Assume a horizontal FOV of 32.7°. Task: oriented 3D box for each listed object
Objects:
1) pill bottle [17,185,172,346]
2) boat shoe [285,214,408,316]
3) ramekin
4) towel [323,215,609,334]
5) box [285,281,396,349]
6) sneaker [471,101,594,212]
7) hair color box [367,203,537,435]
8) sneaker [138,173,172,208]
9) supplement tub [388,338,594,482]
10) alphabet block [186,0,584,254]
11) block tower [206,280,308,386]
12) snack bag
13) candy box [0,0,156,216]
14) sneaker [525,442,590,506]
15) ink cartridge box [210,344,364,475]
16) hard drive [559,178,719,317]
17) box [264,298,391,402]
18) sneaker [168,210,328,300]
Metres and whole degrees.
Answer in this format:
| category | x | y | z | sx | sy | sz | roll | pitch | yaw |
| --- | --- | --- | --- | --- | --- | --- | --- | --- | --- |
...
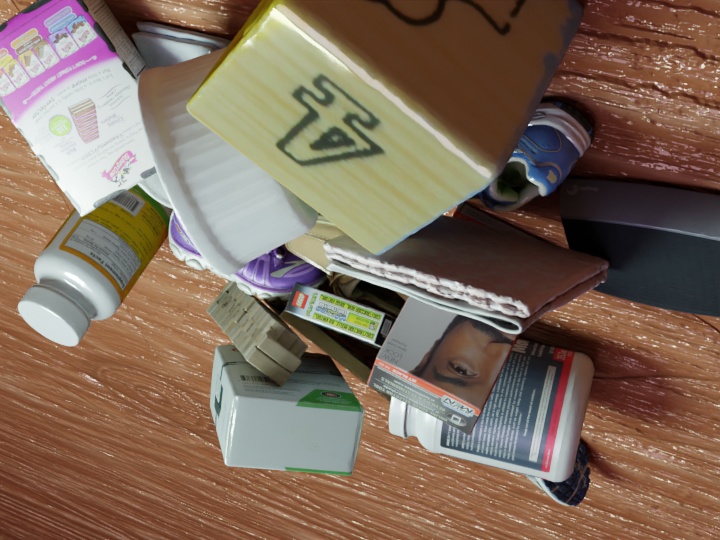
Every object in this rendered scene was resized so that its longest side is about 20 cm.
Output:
| category | x | y | z | sx | sy | sz | roll | pitch | yaw |
| --- | --- | --- | --- | --- | --- | --- | --- | --- | --- |
| pill bottle | -0.317 | -0.013 | 1.460 | 0.111 | 0.201 | 0.111 | 22 | 149 | 14 |
| boat shoe | 0.000 | 0.000 | 1.334 | 0.199 | 0.067 | 0.074 | 21 | 149 | 15 |
| ramekin | -0.114 | -0.105 | 1.116 | 0.097 | 0.201 | 0.201 | -21 | 133 | 8 |
| towel | 0.094 | -0.005 | 1.075 | 0.199 | 0.191 | 0.032 | 18 | 111 | 26 |
| box | 0.004 | 0.062 | 1.370 | 0.110 | 0.035 | 0.200 | 19 | 175 | 21 |
| sneaker | 0.111 | -0.094 | 1.085 | 0.076 | 0.077 | 0.200 | 42 | 151 | -23 |
| hair color box | 0.100 | 0.043 | 1.176 | 0.110 | 0.201 | 0.064 | 25 | 150 | 7 |
| sneaker | -0.228 | -0.128 | 1.334 | 0.199 | 0.099 | 0.071 | 23 | 107 | -8 |
| supplement tub | 0.142 | 0.139 | 1.319 | 0.199 | 0.141 | 0.141 | 12 | 147 | 12 |
| alphabet block | 0.018 | -0.163 | 0.948 | 0.200 | 0.196 | 0.196 | 38 | 148 | -12 |
| block tower | -0.119 | 0.067 | 1.404 | 0.058 | 0.054 | 0.200 | 41 | 178 | -26 |
| snack bag | -0.122 | -0.162 | 1.244 | 0.199 | 0.021 | 0.189 | 15 | 146 | 24 |
| candy box | -0.277 | -0.174 | 1.224 | 0.136 | 0.061 | 0.201 | -27 | 109 | 16 |
| sneaker | 0.198 | 0.207 | 1.482 | 0.200 | 0.077 | 0.085 | 47 | 157 | -13 |
| ink cartridge box | -0.090 | 0.155 | 1.396 | 0.146 | 0.084 | 0.200 | 7 | -169 | -13 |
| hard drive | 0.276 | -0.016 | 1.090 | 0.199 | 0.042 | 0.135 | 11 | 145 | 30 |
| box | -0.032 | 0.093 | 1.475 | 0.200 | 0.021 | 0.163 | 40 | 178 | -16 |
| sneaker | -0.130 | -0.029 | 1.403 | 0.199 | 0.081 | 0.084 | 18 | 131 | 9 |
